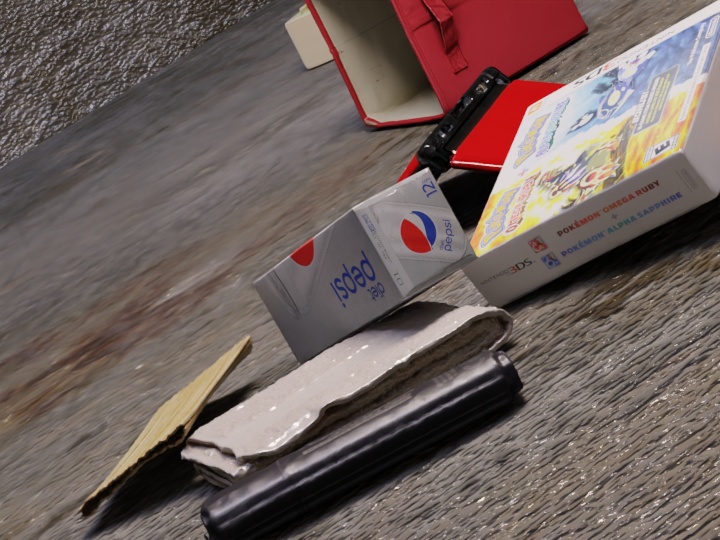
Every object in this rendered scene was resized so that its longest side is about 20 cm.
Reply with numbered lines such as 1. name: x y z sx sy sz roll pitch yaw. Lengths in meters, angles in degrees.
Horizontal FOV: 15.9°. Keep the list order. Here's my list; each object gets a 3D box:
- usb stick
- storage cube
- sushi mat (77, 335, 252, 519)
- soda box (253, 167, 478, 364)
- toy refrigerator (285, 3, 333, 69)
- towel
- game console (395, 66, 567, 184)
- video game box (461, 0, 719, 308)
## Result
1. usb stick: -0.001 0.102 1.462 0.199 0.033 0.055 -28 5 -2
2. storage cube: 0.076 -0.253 2.429 0.179 0.172 0.200 -31 12 -23
3. sushi mat: -0.127 0.102 1.712 0.096 0.012 0.200 -38 6 18
4. soda box: 0.000 0.000 1.679 0.063 0.068 0.200 -29 -2 -25
5. toy refrigerator: -0.012 -0.319 3.130 0.076 0.070 0.200 -20 15 30
6. towel: -0.012 0.074 1.595 0.200 0.035 0.132 -31 13 -18
7. game console: 0.105 -0.073 1.986 0.173 0.118 0.200 -57 -3 28
8. video game box: 0.167 -0.080 1.680 0.182 0.047 0.200 -31 20 34
